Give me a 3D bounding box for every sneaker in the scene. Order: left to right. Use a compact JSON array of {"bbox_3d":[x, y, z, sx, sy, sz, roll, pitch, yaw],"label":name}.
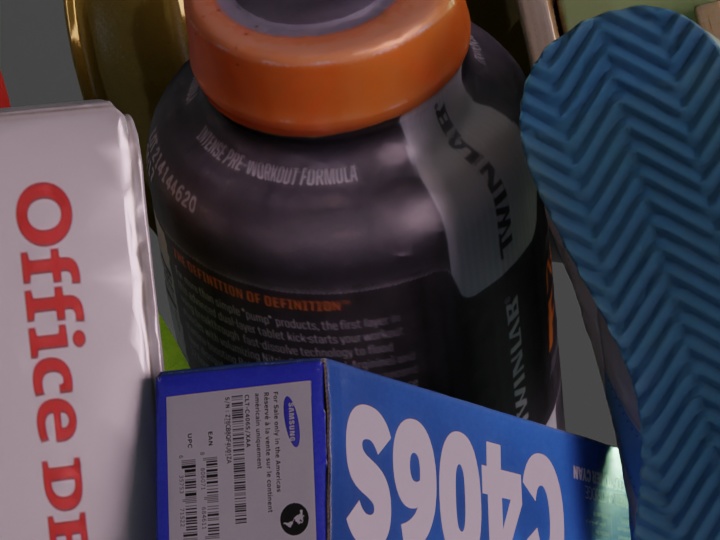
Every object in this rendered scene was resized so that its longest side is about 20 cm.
[{"bbox_3d":[0.097,0.032,0.724,0.081,0.076,0.201,-18,94,-75],"label":"sneaker"}]

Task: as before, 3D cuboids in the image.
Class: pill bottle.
[{"bbox_3d":[0.000,0.000,0.796,0.106,0.106,0.201,-49,146,-37],"label":"pill bottle"}]

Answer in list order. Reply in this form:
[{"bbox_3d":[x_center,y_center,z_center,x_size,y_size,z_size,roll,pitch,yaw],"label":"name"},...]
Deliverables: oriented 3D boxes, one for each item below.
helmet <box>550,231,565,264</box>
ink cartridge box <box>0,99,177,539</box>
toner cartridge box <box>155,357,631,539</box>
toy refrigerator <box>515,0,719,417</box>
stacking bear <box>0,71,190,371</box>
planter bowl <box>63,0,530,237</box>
[{"bbox_3d":[0.166,-0.037,0.967,0.190,0.199,0.201,-30,110,-34],"label":"helmet"},{"bbox_3d":[-0.143,0.044,0.635,0.199,0.084,0.147,-6,93,-11],"label":"ink cartridge box"},{"bbox_3d":[0.019,0.081,0.677,0.200,0.043,0.096,19,68,-63],"label":"toner cartridge box"},{"bbox_3d":[0.090,-0.065,0.828,0.070,0.075,0.201,-4,82,-69],"label":"toy refrigerator"},{"bbox_3d":[-0.102,0.025,0.739,0.114,0.121,0.201,-45,119,-56],"label":"stacking bear"},{"bbox_3d":[0.009,-0.089,0.886,0.200,0.083,0.202,3,86,-47],"label":"planter bowl"}]
